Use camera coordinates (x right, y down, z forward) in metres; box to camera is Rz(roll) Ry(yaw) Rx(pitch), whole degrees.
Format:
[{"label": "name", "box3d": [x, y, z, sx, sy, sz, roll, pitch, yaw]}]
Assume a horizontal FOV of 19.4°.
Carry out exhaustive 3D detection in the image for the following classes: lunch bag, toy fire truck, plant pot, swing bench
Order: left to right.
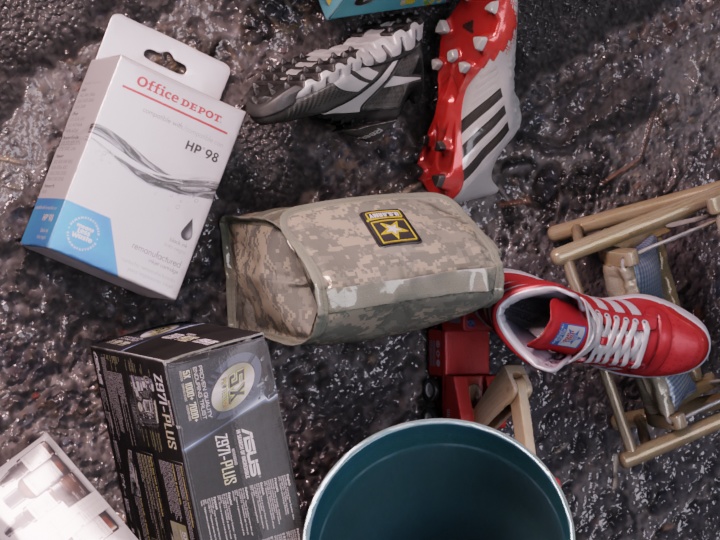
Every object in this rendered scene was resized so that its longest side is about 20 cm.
[{"label": "lunch bag", "box3d": [0.000, 0.000, 1.652, 0.164, 0.200, 0.118, -7, 95, -26]}, {"label": "plant pot", "box3d": [0.063, 0.241, 1.612, 0.200, 0.188, 0.200, -2, 62, 4]}, {"label": "toy fire truck", "box3d": [0.107, 0.110, 1.742, 0.049, 0.141, 0.200, -1, 93, -29]}, {"label": "swing bench", "box3d": [0.284, 0.034, 1.792, 0.200, 0.130, 0.199, -19, 100, 7]}]

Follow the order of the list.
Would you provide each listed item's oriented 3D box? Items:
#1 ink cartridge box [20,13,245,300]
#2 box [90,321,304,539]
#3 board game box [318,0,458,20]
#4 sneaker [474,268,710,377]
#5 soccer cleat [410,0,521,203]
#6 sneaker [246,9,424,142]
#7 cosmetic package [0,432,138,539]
[{"label": "ink cartridge box", "box3d": [-0.169, -0.090, 1.637, 0.116, 0.067, 0.200, 23, 82, -25]}, {"label": "box", "box3d": [-0.123, 0.147, 1.616, 0.086, 0.164, 0.200, -15, 98, -25]}, {"label": "board game box", "box3d": [0.079, -0.270, 1.699, 0.200, 0.151, 0.047, -11, 71, -30]}, {"label": "sneaker", "box3d": [0.189, 0.050, 1.674, 0.200, 0.112, 0.071, 13, 97, -5]}, {"label": "soccer cleat", "box3d": [0.102, -0.151, 1.760, 0.085, 0.069, 0.200, 1, 109, -39]}, {"label": "sneaker", "box3d": [-0.010, -0.140, 1.699, 0.200, 0.066, 0.091, -31, 116, -43]}, {"label": "cosmetic package", "box3d": [-0.205, 0.223, 1.581, 0.083, 0.051, 0.200, -38, 72, -18]}]
